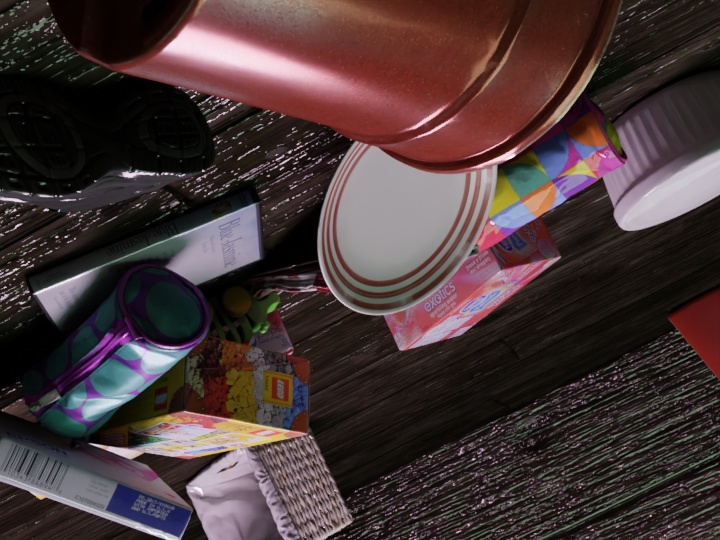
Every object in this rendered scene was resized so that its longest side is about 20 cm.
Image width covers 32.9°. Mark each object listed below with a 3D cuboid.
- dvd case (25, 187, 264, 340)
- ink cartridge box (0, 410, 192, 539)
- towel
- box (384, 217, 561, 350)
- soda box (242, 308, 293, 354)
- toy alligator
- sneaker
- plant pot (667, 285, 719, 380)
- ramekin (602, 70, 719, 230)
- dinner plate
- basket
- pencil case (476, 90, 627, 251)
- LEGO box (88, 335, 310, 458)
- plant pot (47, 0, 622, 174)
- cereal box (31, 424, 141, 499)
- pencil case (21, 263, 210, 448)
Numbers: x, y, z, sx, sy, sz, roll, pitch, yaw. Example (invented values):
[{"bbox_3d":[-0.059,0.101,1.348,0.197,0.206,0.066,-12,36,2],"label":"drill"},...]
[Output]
[{"bbox_3d":[-0.177,-0.002,1.046,0.199,0.018,0.143,-23,163,-10],"label":"dvd case"},{"bbox_3d":[-0.278,0.180,1.150,0.196,0.043,0.200,27,176,-29],"label":"ink cartridge box"},{"bbox_3d":[0.000,0.000,1.172,0.144,0.023,0.200,-14,-174,-35],"label":"towel"},{"bbox_3d":[0.112,0.000,1.362,0.102,0.095,0.200,-13,159,-39],"label":"box"},{"bbox_3d":[-0.133,0.102,1.352,0.063,0.070,0.200,-18,163,-23],"label":"soda box"},{"bbox_3d":[-0.120,0.049,1.231,0.199,0.054,0.059,-18,163,-26],"label":"toy alligator"},{"bbox_3d":[-0.184,-0.065,0.744,0.091,0.076,0.199,-27,164,40],"label":"sneaker"},{"bbox_3d":[0.856,0.125,2.783,0.176,0.200,0.200,-44,159,22],"label":"plant pot"},{"bbox_3d":[0.347,-0.132,1.309,0.202,0.095,0.202,-24,165,-7],"label":"ramekin"},{"bbox_3d":[0.038,-0.057,1.031,0.200,0.024,0.201,-22,126,-34],"label":"dinner plate"},{"bbox_3d":[-0.148,0.387,2.014,0.160,0.201,0.198,-13,160,-45],"label":"basket"},{"bbox_3d":[0.153,-0.091,1.170,0.199,0.089,0.088,-29,164,19],"label":"pencil case"},{"bbox_3d":[-0.169,0.128,1.199,0.148,0.078,0.200,17,155,-40],"label":"LEGO box"},{"bbox_3d":[-0.020,-0.150,0.530,0.195,0.202,0.201,2,149,-43],"label":"plant pot"},{"bbox_3d":[-0.338,0.211,1.438,0.143,0.040,0.200,-23,164,-9],"label":"cereal box"},{"bbox_3d":[-0.214,0.073,1.043,0.200,0.085,0.092,-39,173,40],"label":"pencil case"}]
